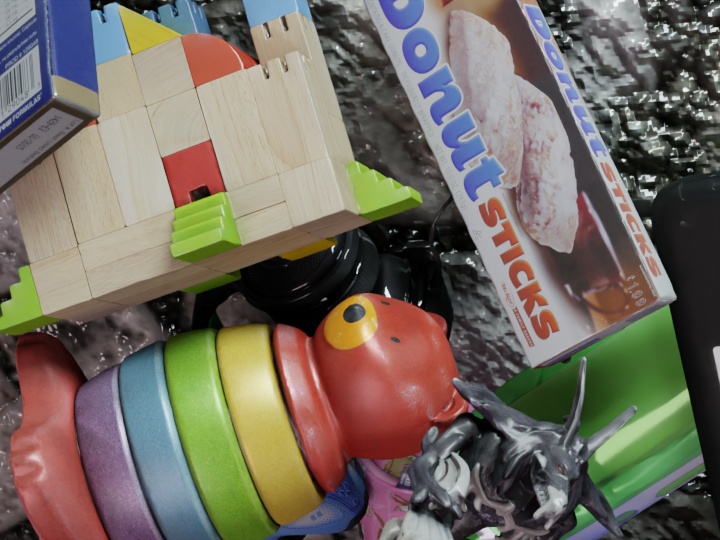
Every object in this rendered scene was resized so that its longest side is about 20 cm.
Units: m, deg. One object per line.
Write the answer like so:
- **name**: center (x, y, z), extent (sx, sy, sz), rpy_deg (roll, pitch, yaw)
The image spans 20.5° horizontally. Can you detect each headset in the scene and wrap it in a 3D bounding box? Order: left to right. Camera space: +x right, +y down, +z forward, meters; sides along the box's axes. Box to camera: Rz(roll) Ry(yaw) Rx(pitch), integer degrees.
- **headset**: center (0.000, 0.000, 1.008), extent (0.123, 0.094, 0.200), rpy_deg (29, 138, -29)

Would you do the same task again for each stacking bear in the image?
- **stacking bear**: center (-0.050, 0.070, 0.936), extent (0.199, 0.122, 0.114), rpy_deg (-18, 124, 5)

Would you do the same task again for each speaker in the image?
- **speaker**: center (0.127, 0.071, 0.964), extent (0.200, 0.089, 0.089), rpy_deg (-34, 107, 11)

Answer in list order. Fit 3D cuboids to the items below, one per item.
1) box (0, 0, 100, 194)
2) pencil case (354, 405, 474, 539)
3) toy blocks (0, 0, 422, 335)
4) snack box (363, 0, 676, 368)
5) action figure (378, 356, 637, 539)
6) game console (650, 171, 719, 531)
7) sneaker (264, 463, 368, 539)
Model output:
- **box**: center (-0.176, -0.128, 0.937), extent (0.032, 0.201, 0.121), rpy_deg (20, 139, -42)
- **pencil case**: center (0.043, 0.167, 1.096), extent (0.082, 0.087, 0.201), rpy_deg (-10, 123, -10)
- **toy blocks**: center (-0.088, -0.065, 0.922), extent (0.199, 0.100, 0.137), rpy_deg (-19, 80, 13)
- **snack box**: center (0.069, -0.061, 0.909), extent (0.072, 0.024, 0.201), rpy_deg (-30, 77, 29)
- **action figure**: center (0.045, 0.131, 0.888), extent (0.200, 0.102, 0.119), rpy_deg (-43, 116, 15)
- **game console**: center (0.246, 0.033, 0.899), extent (0.175, 0.116, 0.201), rpy_deg (-8, 102, 32)
- **sneaker**: center (-0.070, 0.118, 1.081), extent (0.089, 0.079, 0.200), rpy_deg (44, 155, -28)
